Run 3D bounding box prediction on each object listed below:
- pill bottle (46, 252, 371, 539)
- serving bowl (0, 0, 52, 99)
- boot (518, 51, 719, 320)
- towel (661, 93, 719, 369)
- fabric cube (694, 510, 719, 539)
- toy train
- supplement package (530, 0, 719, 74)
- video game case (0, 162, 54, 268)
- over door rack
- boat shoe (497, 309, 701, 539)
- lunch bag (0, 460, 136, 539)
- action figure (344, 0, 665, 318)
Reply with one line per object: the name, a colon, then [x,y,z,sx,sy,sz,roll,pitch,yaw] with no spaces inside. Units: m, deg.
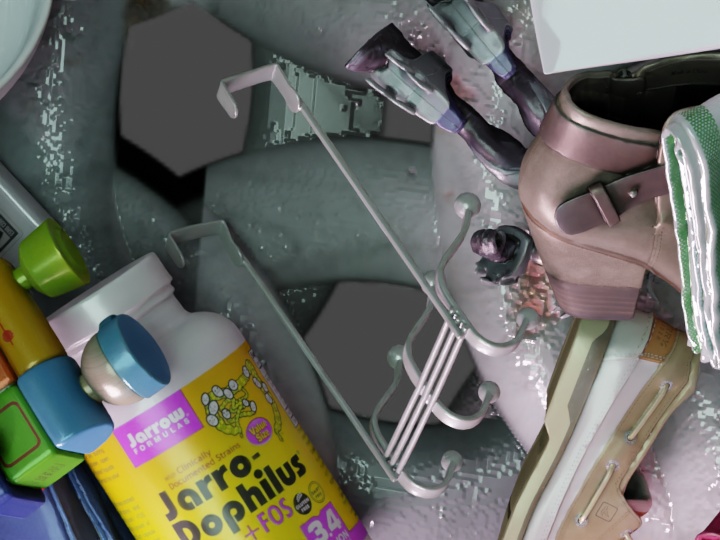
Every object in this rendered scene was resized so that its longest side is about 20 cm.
pill bottle: [-0.084,0.094,1.541,0.104,0.104,0.200,-31,95,19]
serving bowl: [-0.260,-0.142,1.555,0.200,0.066,0.200,3,65,-6]
boot: [0.172,-0.040,1.409,0.200,0.070,0.146,-8,137,-11]
towel: [0.238,-0.045,1.383,0.200,0.031,0.149,-23,131,-13]
fabric cube: [0.278,0.186,1.404,0.196,0.199,0.200,-4,97,19]
toy train: [-0.187,0.013,1.481,0.116,0.085,0.200,-36,73,9]
supplement package: [0.166,-0.181,1.380,0.151,0.200,0.152,-8,95,18]
video game case: [-0.290,-0.032,1.638,0.200,0.023,0.182,47,108,5]
over door rack: [0.000,0.000,1.500,0.200,0.067,0.148,45,144,17]
boat shoe: [0.113,0.112,1.507,0.068,0.075,0.200,19,115,0]
lunch bag: [-0.181,0.157,1.576,0.136,0.132,0.200,-26,91,19]
action figure: [0.089,-0.058,1.494,0.200,0.069,0.130,44,98,2]
